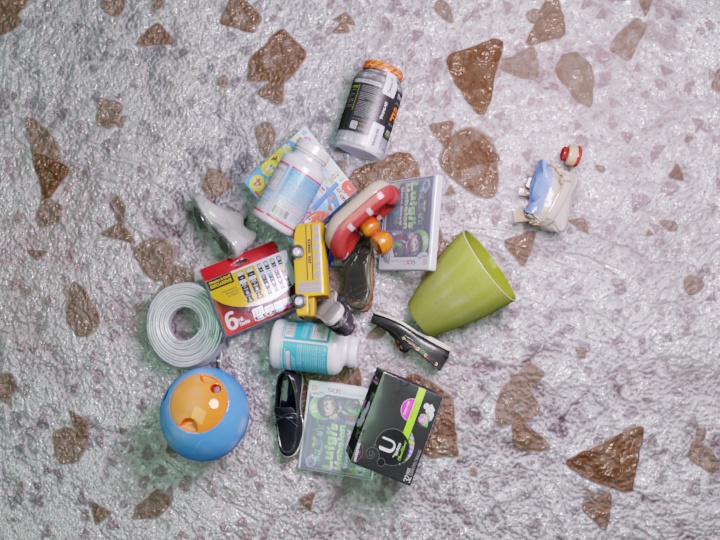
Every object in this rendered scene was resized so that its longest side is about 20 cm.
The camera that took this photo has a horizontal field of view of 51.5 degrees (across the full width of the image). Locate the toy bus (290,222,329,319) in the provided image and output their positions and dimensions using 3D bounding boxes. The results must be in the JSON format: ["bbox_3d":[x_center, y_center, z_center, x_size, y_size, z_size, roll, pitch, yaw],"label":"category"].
[{"bbox_3d":[-0.110,0.002,1.646,0.076,0.065,0.205,-4,79,3],"label":"toy bus"}]

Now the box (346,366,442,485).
[{"bbox_3d":[0.071,0.336,1.634,0.146,0.124,0.204,21,87,-5],"label":"box"}]

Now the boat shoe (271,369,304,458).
[{"bbox_3d":[-0.167,0.322,1.700,0.073,0.062,0.205,1,84,24],"label":"boat shoe"}]

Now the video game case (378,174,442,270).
[{"bbox_3d":[0.108,-0.102,1.655,0.023,0.180,0.205,8,86,-36],"label":"video game case"}]

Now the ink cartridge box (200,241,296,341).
[{"bbox_3d":[-0.246,0.036,1.694,0.197,0.084,0.179,-22,83,-17],"label":"ink cartridge box"}]

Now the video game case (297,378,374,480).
[{"bbox_3d":[-0.044,0.363,1.710,0.177,0.023,0.205,7,87,7],"label":"video game case"}]

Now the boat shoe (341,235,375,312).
[{"bbox_3d":[0.000,0.000,1.706,0.074,0.074,0.205,-5,66,21],"label":"boat shoe"}]

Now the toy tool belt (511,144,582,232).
[{"bbox_3d":[0.409,-0.191,1.649,0.120,0.125,0.205,14,87,-1],"label":"toy tool belt"}]

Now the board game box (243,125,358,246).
[{"bbox_3d":[-0.137,-0.193,1.741,0.195,0.056,0.201,-41,83,2],"label":"board game box"}]

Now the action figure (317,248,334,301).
[{"bbox_3d":[-0.078,-0.020,1.721,0.051,0.065,0.205,17,87,-15],"label":"action figure"}]

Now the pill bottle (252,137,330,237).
[{"bbox_3d":[-0.150,-0.186,1.659,0.107,0.109,0.203,30,90,7],"label":"pill bottle"}]

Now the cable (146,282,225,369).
[{"bbox_3d":[-0.405,0.128,1.743,0.195,0.069,0.205,10,87,7],"label":"cable"}]

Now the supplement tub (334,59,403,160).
[{"bbox_3d":[0.024,-0.365,1.702,0.120,0.123,0.204,18,89,7],"label":"supplement tub"}]

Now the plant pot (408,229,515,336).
[{"bbox_3d":[0.206,0.047,1.638,0.199,0.187,0.189,-38,83,17],"label":"plant pot"}]

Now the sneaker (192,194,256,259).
[{"bbox_3d":[-0.318,-0.112,1.756,0.099,0.079,0.200,-31,65,-33],"label":"sneaker"}]

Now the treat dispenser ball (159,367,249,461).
[{"bbox_3d":[-0.345,0.318,1.657,0.196,0.201,0.206,0,86,6],"label":"treat dispenser ball"}]

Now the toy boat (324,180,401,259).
[{"bbox_3d":[0.020,-0.091,1.629,0.199,0.130,0.132,-40,79,10],"label":"toy boat"}]

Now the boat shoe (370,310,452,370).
[{"bbox_3d":[0.107,0.155,1.681,0.198,0.074,0.064,29,87,6],"label":"boat shoe"}]

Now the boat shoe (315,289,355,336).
[{"bbox_3d":[-0.055,0.096,1.653,0.060,0.200,0.074,44,85,-16],"label":"boat shoe"}]

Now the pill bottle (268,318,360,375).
[{"bbox_3d":[-0.101,0.175,1.685,0.195,0.111,0.114,6,87,7],"label":"pill bottle"}]
